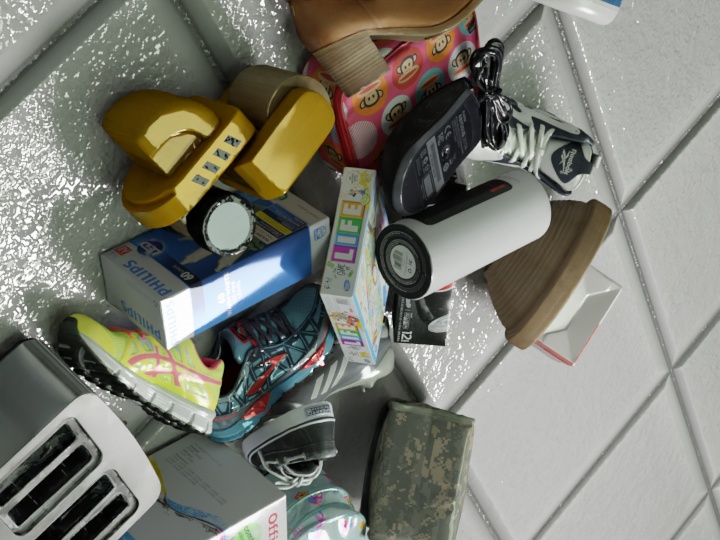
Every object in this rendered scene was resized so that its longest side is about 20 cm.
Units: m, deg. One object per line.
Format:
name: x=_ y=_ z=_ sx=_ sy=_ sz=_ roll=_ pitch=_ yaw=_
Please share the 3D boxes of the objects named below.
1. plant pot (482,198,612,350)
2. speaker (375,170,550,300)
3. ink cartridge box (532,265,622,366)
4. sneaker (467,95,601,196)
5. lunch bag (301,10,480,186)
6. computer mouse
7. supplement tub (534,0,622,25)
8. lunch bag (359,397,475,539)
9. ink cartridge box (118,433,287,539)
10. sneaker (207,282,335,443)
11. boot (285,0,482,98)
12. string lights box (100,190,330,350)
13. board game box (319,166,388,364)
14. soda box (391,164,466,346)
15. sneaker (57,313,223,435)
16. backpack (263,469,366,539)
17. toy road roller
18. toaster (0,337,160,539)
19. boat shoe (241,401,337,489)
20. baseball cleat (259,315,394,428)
plant pot: x=0.211 y=-0.013 z=1.624 sx=0.202 sy=0.092 sz=0.201 roll=-59 pitch=-179 yaw=2
speaker: x=0.110 y=-0.039 z=1.397 sx=0.199 sy=0.081 sz=0.082 roll=-24 pitch=130 yaw=-40
ink cartridge box: x=0.259 y=0.052 z=1.723 sx=0.117 sy=0.067 sz=0.200 roll=-57 pitch=180 yaw=-2
sneaker: x=0.199 y=-0.141 z=1.535 sx=0.198 sy=0.129 sz=0.080 roll=9 pitch=106 yaw=-48
lunch bag: x=0.038 y=-0.181 z=1.387 sx=0.199 sy=0.082 sz=0.177 roll=-39 pitch=140 yaw=-21
computer mouse: x=0.078 y=-0.135 z=1.361 sx=0.200 sy=0.052 sz=0.139 roll=-46 pitch=145 yaw=-29
supplement tub: x=0.233 y=-0.375 z=1.415 sx=0.144 sy=0.144 sz=0.202 roll=4 pitch=111 yaw=-47
lunch bag: x=0.065 y=0.240 z=1.600 sx=0.200 sy=0.116 sz=0.166 roll=98 pitch=3 yaw=-85
ink cartridge box: x=-0.192 y=0.288 z=1.374 sx=0.199 sy=0.145 sz=0.148 roll=-26 pitch=131 yaw=-34
sneaker: x=-0.103 y=0.085 z=1.398 sx=0.200 sy=0.079 sz=0.096 roll=-50 pitch=138 yaw=-12
boot: x=0.019 y=-0.277 z=1.265 sx=0.199 sy=0.077 sz=0.156 roll=-34 pitch=100 yaw=-8
string lights box: x=-0.135 y=-0.010 z=1.285 sx=0.199 sy=0.102 sz=0.060 roll=-28 pitch=133 yaw=-33
board game box: x=0.000 y=0.000 z=1.388 sx=0.200 sy=0.034 sz=0.136 roll=73 pitch=26 yaw=-66
soda box: x=0.075 y=-0.019 z=1.510 sx=0.062 sy=0.071 sz=0.202 roll=3 pitch=117 yaw=-3
sneaker: x=-0.206 y=0.081 z=1.292 sx=0.200 sy=0.078 sz=0.091 roll=39 pitch=67 yaw=-43
backpack: x=-0.065 y=0.316 z=1.539 sx=0.166 sy=0.126 sz=0.202 roll=-23 pitch=131 yaw=-35
toy road roller: x=-0.136 y=-0.122 z=1.205 sx=0.201 sy=0.122 sz=0.146 roll=-52 pitch=126 yaw=-12
toaster: x=-0.293 y=0.180 z=1.224 sx=0.200 sy=0.118 sz=0.182 roll=-43 pitch=139 yaw=-19
boat shoe: x=-0.070 y=0.195 z=1.426 sx=0.073 sy=0.069 sz=0.199 roll=-7 pitch=164 yaw=-29
baseball cleat: x=-0.047 y=0.097 z=1.487 sx=0.199 sy=0.069 sz=0.108 roll=-20 pitch=111 yaw=-40
